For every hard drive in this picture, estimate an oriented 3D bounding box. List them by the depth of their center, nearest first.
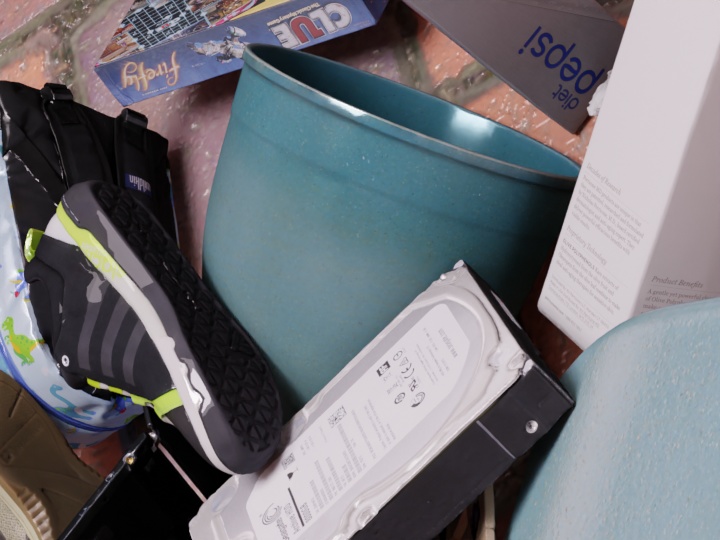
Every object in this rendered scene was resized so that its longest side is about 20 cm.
[{"bbox_3d":[0.004,0.095,1.221,0.200,0.038,0.140,-44,24,7],"label":"hard drive"}]

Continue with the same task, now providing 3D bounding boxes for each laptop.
[{"bbox_3d":[-0.134,0.127,1.384,0.103,0.177,0.200,30,74,32],"label":"laptop"}]

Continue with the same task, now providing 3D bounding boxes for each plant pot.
[{"bbox_3d":[0.173,0.130,1.155,0.199,0.196,0.197,-1,68,55],"label":"plant pot"},{"bbox_3d":[0.000,0.000,1.356,0.200,0.199,0.189,29,103,43],"label":"plant pot"}]

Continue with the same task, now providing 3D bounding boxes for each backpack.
[{"bbox_3d":[-0.180,0.008,1.520,0.154,0.163,0.201,-41,56,27],"label":"backpack"}]

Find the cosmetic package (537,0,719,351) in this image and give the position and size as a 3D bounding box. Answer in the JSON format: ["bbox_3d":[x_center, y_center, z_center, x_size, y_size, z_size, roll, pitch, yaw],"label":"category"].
[{"bbox_3d":[0.175,-0.050,1.232,0.085,0.107,0.201,44,122,55],"label":"cosmetic package"}]

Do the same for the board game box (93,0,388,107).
[{"bbox_3d":[-0.058,-0.178,1.542,0.199,0.035,0.136,-14,34,34],"label":"board game box"}]

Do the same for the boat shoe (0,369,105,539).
[{"bbox_3d":[-0.183,0.146,1.457,0.201,0.073,0.065,56,140,-3],"label":"boat shoe"}]

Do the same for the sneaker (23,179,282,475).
[{"bbox_3d":[-0.113,0.042,1.295,0.083,0.072,0.200,-47,56,19],"label":"sneaker"}]

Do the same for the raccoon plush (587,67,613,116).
[{"bbox_3d":[0.184,-0.185,1.359,0.199,0.097,0.135,-31,45,24],"label":"raccoon plush"}]

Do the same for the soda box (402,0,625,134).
[{"bbox_3d":[0.069,-0.153,1.355,0.068,0.200,0.063,-52,48,4],"label":"soda box"}]

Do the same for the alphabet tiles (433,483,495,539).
[{"bbox_3d":[0.042,0.195,1.244,0.201,0.007,0.168,108,165,-51],"label":"alphabet tiles"}]
